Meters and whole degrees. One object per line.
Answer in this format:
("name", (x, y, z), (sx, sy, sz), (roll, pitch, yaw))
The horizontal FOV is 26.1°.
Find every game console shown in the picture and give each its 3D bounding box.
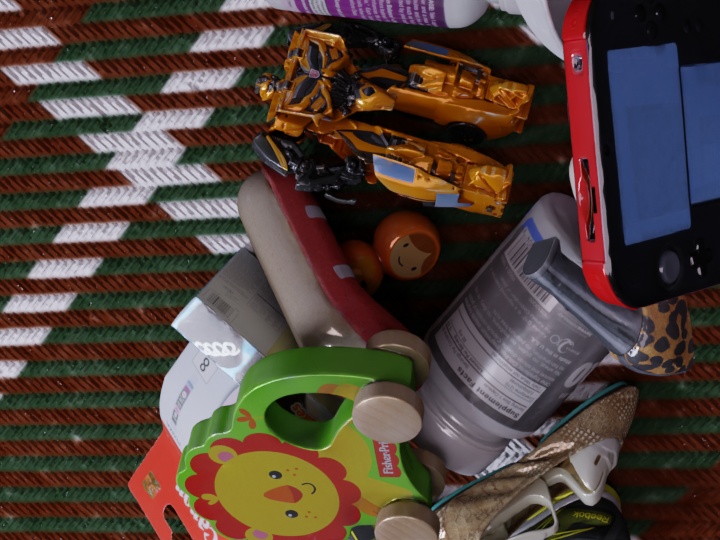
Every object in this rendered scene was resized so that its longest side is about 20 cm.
("game console", (0.200, -0.085, 0.996), (0.031, 0.176, 0.203), (3, 101, 50))

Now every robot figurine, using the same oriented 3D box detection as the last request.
("robot figurine", (0.020, -0.114, 1.122), (0.198, 0.146, 0.058), (15, 155, 0))

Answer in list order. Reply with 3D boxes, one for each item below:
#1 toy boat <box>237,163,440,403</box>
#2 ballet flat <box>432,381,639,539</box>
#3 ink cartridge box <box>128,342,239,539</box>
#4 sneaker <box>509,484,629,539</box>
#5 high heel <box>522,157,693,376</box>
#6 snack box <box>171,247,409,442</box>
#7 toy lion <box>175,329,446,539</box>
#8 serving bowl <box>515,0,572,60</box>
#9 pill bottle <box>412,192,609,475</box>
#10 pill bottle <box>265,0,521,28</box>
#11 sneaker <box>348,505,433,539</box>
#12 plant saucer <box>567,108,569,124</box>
("toy boat", (0.000, 0.000, 1.150), (0.130, 0.131, 0.201), (-25, 65, -5))
("ballet flat", (0.143, 0.163, 1.176), (0.199, 0.071, 0.065), (-35, 57, -5))
("ink cartridge box", (-0.119, 0.162, 1.251), (0.200, 0.057, 0.163), (-51, 57, 21))
("sneaker", (0.123, 0.241, 1.200), (0.200, 0.085, 0.075), (-41, 111, 5))
("high heel", (0.206, -0.035, 1.058), (0.142, 0.071, 0.201), (38, 74, -20))
("snack box", (-0.044, 0.077, 1.206), (0.200, 0.116, 0.037), (42, 114, -2))
("toy lion", (-0.040, 0.131, 1.096), (0.189, 0.069, 0.201), (1, 134, 10))
("serving bowl", (0.156, -0.231, 0.998), (0.065, 0.199, 0.202), (26, 118, 40))
("pill bottle", (0.117, 0.051, 1.156), (0.113, 0.114, 0.200), (39, 114, -1))
("pill bottle", (0.034, -0.229, 1.081), (0.198, 0.112, 0.114), (8, 111, 12))
("sneaker", (-0.019, 0.183, 1.259), (0.198, 0.075, 0.086), (10, 111, 11))
("plant saucer", (0.244, -0.116, 1.099), (0.198, 0.051, 0.203), (5, 109, 13))
